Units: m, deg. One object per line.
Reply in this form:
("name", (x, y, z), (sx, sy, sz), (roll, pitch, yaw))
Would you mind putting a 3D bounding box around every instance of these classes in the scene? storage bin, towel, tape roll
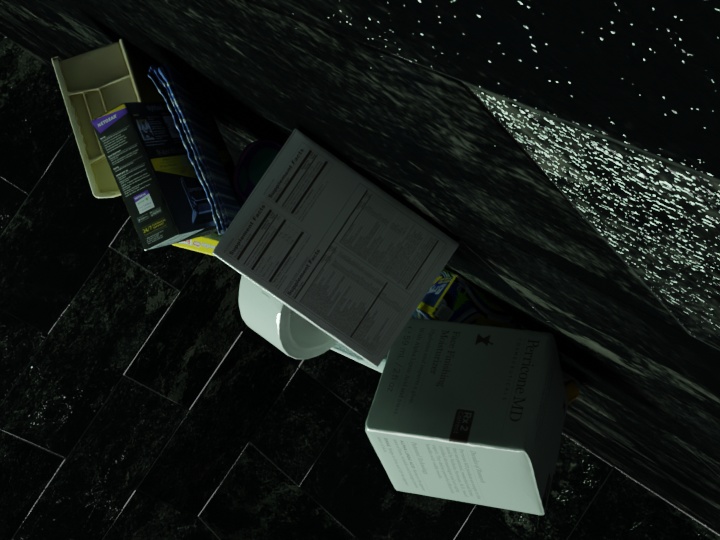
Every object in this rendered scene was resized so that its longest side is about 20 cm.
("storage bin", (-0.295, -0.168, 1.498), (0.200, 0.093, 0.200), (58, -167, -81))
("towel", (-0.181, -0.133, 1.316), (0.145, 0.024, 0.201), (-35, -77, -86))
("tape roll", (-0.053, 0.004, 1.395), (0.071, 0.203, 0.202), (33, 177, 28))

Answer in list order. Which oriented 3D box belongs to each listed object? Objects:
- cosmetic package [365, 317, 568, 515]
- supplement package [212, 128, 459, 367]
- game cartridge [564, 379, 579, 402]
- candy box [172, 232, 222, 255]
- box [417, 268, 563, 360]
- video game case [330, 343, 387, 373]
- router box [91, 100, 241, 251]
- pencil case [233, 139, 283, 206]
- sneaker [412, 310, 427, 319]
("cosmetic package", (0.136, 0.176, 1.416), (0.198, 0.166, 0.165), (4, 145, 22))
("supplement package", (-0.028, -0.021, 1.206), (0.199, 0.151, 0.152), (34, 177, -3))
("game cartridge", (0.212, 0.205, 1.654), (0.200, 0.175, 0.033), (-10, -100, -70))
("candy box", (-0.157, -0.047, 1.517), (0.102, 0.027, 0.200), (16, -166, 25))
("box", (0.161, 0.076, 1.489), (0.200, 0.065, 0.070), (37, 176, -25))
("video game case", (-0.050, 0.061, 1.641), (0.181, 0.023, 0.200), (26, -164, -21))
("router box", (-0.214, -0.116, 1.360), (0.158, 0.052, 0.200), (67, -158, 0))
("pencil case", (-0.082, -0.085, 1.436), (0.093, 0.085, 0.200), (48, -176, 26))
("sneaker", (0.049, 0.048, 1.543), (0.077, 0.086, 0.201), (4, 128, 44))
